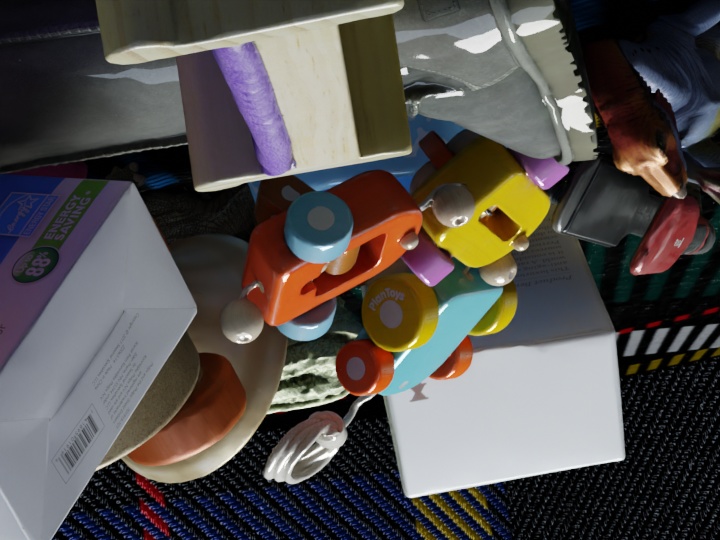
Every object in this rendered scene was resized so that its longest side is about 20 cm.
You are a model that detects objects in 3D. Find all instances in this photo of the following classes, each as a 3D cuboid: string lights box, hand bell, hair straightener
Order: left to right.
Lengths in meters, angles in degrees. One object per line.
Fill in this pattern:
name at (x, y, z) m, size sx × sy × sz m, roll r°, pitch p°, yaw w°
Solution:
string lights box at (-0.164, 0.021, 0.733) m, size 0.200 × 0.103 × 0.059 m, roll 5°, pitch 136°, yaw 30°
hand bell at (-0.131, 0.010, 0.878) m, size 0.104 × 0.104 × 0.200 m, roll -14°, pitch 157°, yaw 37°
hair straightener at (0.109, -0.034, 0.974) m, size 0.077 × 0.041 × 0.200 m, roll 29°, pitch -167°, yaw 13°

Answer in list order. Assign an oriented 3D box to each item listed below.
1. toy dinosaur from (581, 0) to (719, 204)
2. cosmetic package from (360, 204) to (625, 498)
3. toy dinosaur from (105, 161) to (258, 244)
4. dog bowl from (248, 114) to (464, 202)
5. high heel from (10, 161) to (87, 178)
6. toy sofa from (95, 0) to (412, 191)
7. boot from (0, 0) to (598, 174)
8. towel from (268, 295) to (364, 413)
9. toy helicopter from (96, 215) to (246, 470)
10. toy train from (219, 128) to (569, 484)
toy dinosaur at (0.115, -0.053, 0.891) m, size 0.200 × 0.105 × 0.181 m, roll -11°, pitch 169°, yaw 42°
cosmetic package at (0.053, 0.015, 1.080) m, size 0.101 × 0.071 × 0.200 m, roll -9°, pitch -152°, yaw -1°
toy dinosaur at (-0.108, -0.008, 1.083) m, size 0.200 × 0.077 × 0.102 m, roll -16°, pitch 164°, yaw 30°
dog bowl at (0.019, -0.051, 0.994) m, size 0.111 × 0.050 × 0.200 m, roll -12°, pitch 173°, yaw 24°
high heel at (-0.186, -0.015, 0.968) m, size 0.096 × 0.067 × 0.200 m, roll 6°, pitch 155°, yaw -24°
toy sofa at (-0.041, -0.074, 0.582) m, size 0.098 × 0.083 × 0.200 m, roll -10°, pitch 173°, yaw 0°
boot at (-0.029, -0.061, 0.764) m, size 0.200 × 0.073 × 0.182 m, roll -16°, pitch 160°, yaw 9°
towel at (-0.097, 0.049, 1.050) m, size 0.200 × 0.037 × 0.148 m, roll -17°, pitch -166°, yaw -4°
toy helicopter at (-0.146, 0.057, 0.797) m, size 0.200 × 0.079 × 0.132 m, roll -11°, pitch -152°, yaw 30°
toy train at (0.000, 0.000, 0.879) m, size 0.150 × 0.056 × 0.200 m, roll -30°, pitch 158°, yaw -18°
